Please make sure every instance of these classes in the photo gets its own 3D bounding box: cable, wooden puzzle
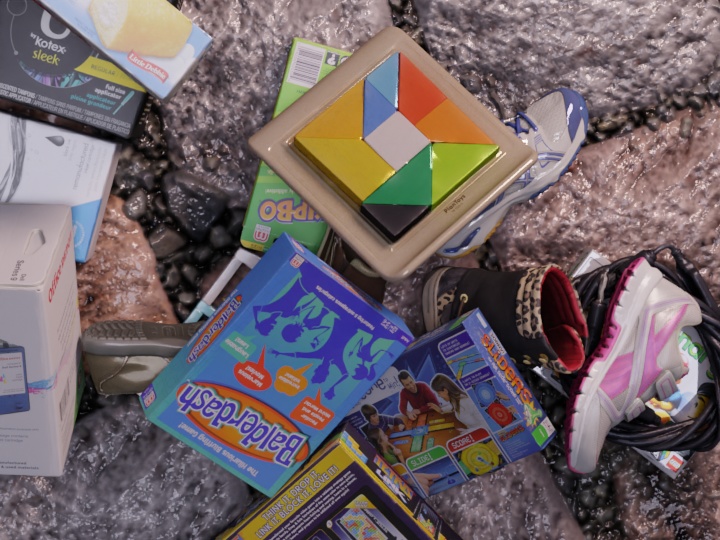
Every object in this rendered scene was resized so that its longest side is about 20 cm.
[{"bbox_3d":[0.267,0.086,1.620,0.163,0.051,0.200,-28,95,-2],"label":"cable"},{"bbox_3d":[0.028,-0.110,1.558,0.185,0.037,0.200,-41,71,-18],"label":"wooden puzzle"}]

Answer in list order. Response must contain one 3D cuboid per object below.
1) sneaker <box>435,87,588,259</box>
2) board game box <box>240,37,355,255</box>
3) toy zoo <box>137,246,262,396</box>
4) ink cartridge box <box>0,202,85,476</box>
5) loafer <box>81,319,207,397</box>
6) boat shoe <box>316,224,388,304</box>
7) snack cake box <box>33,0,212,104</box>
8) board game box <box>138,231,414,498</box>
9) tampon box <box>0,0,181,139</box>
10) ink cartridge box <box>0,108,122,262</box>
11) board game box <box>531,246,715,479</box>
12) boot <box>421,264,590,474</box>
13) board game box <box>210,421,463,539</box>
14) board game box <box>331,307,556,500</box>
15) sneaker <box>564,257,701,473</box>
[{"bbox_3d":[0.123,-0.101,1.607,0.200,0.075,0.088,-46,128,0],"label":"sneaker"},{"bbox_3d":[-0.043,-0.108,1.636,0.095,0.030,0.200,15,91,-5],"label":"board game box"},{"bbox_3d":[-0.102,0.071,1.649,0.131,0.020,0.200,37,92,-5],"label":"toy zoo"},{"bbox_3d":[-0.298,0.059,1.539,0.087,0.145,0.200,3,122,0],"label":"ink cartridge box"},{"bbox_3d":[-0.155,0.087,1.607,0.200,0.075,0.070,4,109,-3],"label":"loafer"},{"bbox_3d":[-0.006,-0.001,1.599,0.075,0.075,0.202,6,95,-17],"label":"boat shoe"},{"bbox_3d":[-0.219,-0.225,1.446,0.200,0.115,0.067,39,90,-7],"label":"snack cake box"},{"bbox_3d":[-0.074,0.087,1.553,0.152,0.045,0.200,36,101,-29],"label":"board game box"},{"bbox_3d":[-0.241,-0.233,1.565,0.150,0.126,0.200,17,93,-5],"label":"tampon box"},{"bbox_3d":[-0.330,-0.088,1.601,0.200,0.067,0.116,15,95,-5],"label":"ink cartridge box"},{"bbox_3d":[0.256,0.088,1.663,0.200,0.035,0.126,37,91,-5],"label":"board game box"},{"bbox_3d":[0.136,0.088,1.599,0.073,0.151,0.200,-8,90,-43],"label":"boot"},{"bbox_3d":[-0.029,0.265,1.625,0.200,0.057,0.165,-42,94,18],"label":"board game box"},{"bbox_3d":[0.063,0.132,1.598,0.200,0.034,0.135,-28,97,38],"label":"board game box"},{"bbox_3d":[0.243,0.094,1.562,0.088,0.081,0.200,24,94,2],"label":"sneaker"}]
